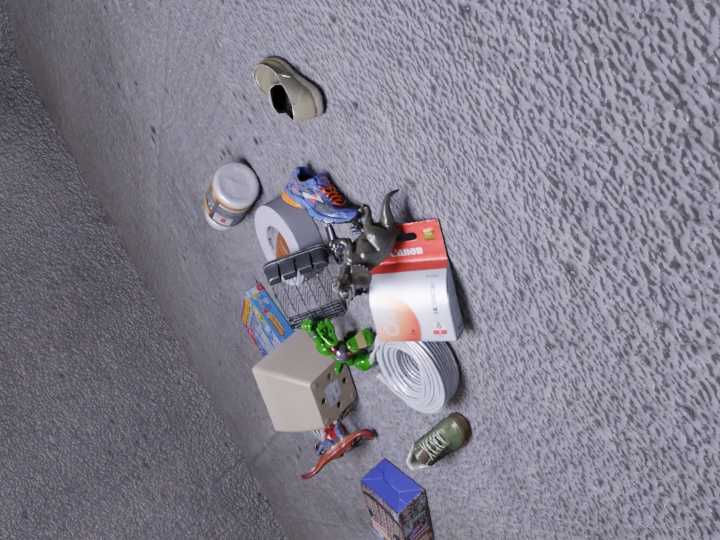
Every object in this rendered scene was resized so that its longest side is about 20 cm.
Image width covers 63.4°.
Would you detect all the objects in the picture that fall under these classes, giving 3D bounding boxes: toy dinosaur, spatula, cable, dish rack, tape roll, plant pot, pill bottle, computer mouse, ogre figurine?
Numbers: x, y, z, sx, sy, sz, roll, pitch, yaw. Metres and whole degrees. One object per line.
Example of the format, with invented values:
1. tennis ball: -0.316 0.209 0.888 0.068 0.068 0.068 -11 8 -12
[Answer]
1. toy dinosaur: -0.043 0.473 1.542 0.104 0.203 0.180 37 145 -17
2. spatula: -0.077 -0.105 1.228 0.055 0.020 0.205 -8 112 40
3. cable: 0.108 0.184 1.145 0.200 0.068 0.203 44 145 26
4. dish rack: -0.117 0.047 1.299 0.203 0.149 0.055 70 -177 -45
5. tape roll: -0.166 -0.069 1.357 0.199 0.065 0.205 38 143 35
6. plant pot: -0.126 0.292 1.500 0.173 0.199 0.205 4 120 41
7. pill bottle: -0.330 -0.179 1.467 0.118 0.115 0.199 58 150 2
8. computer mouse: 0.005 0.026 1.082 0.057 0.199 0.035 15 93 26
9. toy dinosaur: 0.000 0.000 1.142 0.196 0.106 0.184 20 151 35
10. toy dinosaur: 0.014 -0.044 0.990 0.102 0.201 0.077 41 175 13
11. ogre figurine: -0.040 0.175 1.326 0.121 0.193 0.101 96 177 -60

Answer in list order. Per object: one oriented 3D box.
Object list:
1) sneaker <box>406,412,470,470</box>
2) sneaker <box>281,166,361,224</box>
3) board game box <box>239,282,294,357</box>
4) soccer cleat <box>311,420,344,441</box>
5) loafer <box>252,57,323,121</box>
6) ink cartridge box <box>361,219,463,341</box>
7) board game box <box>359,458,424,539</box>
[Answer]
1. sneaker: 0.154 0.367 1.209 0.068 0.089 0.201 51 149 15
2. sneaker: -0.077 -0.147 1.144 0.197 0.074 0.081 27 113 29
3. board game box: -0.284 0.171 1.759 0.197 0.055 0.201 52 150 15
4. soccer cleat: -0.090 0.489 1.729 0.086 0.068 0.198 57 155 -13
5. loafer: -0.148 -0.339 1.089 0.199 0.067 0.077 37 144 35
6. ink cartridge box: 0.083 0.025 1.005 0.158 0.050 0.205 -4 113 34
7. board game box: 0.096 0.630 1.523 0.158 0.096 0.205 22 133 47
